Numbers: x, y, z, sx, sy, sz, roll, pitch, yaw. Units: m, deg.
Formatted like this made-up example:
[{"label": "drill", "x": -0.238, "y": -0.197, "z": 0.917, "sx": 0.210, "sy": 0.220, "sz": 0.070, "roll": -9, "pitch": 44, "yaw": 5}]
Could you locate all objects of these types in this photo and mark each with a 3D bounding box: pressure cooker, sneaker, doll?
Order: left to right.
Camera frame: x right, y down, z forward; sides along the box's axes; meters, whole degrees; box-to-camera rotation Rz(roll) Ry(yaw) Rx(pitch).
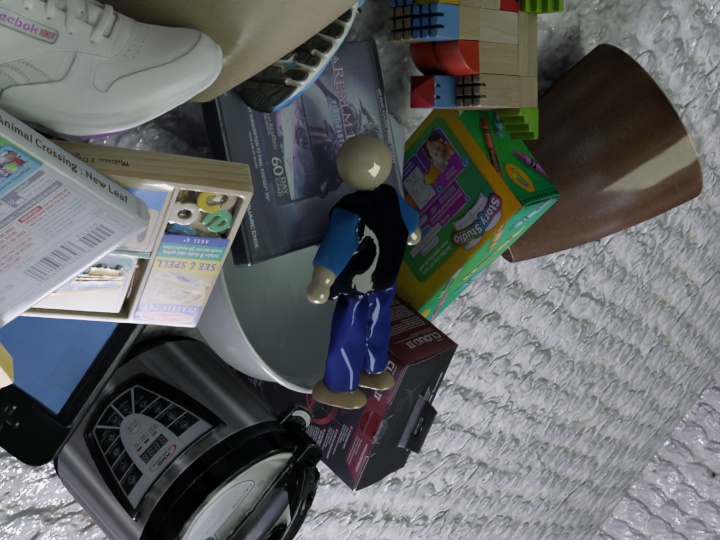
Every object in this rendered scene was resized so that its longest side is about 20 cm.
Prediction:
[{"label": "sneaker", "x": -0.174, "y": -0.125, "z": 0.630, "sx": 0.200, "sy": 0.075, "sz": 0.100, "roll": 1, "pitch": 125, "yaw": -4}, {"label": "pressure cooker", "x": -0.133, "y": 0.171, "z": 0.989, "sx": 0.178, "sy": 0.200, "sz": 0.176, "roll": -20, "pitch": 140, "yaw": -43}, {"label": "sneaker", "x": -0.022, "y": -0.188, "z": 0.820, "sx": 0.200, "sy": 0.078, "sz": 0.090, "roll": -63, "pitch": 164, "yaw": -17}, {"label": "doll", "x": 0.000, "y": 0.000, "z": 0.864, "sx": 0.136, "sy": 0.048, "sz": 0.200, "roll": -26, "pitch": 127, "yaw": -52}]

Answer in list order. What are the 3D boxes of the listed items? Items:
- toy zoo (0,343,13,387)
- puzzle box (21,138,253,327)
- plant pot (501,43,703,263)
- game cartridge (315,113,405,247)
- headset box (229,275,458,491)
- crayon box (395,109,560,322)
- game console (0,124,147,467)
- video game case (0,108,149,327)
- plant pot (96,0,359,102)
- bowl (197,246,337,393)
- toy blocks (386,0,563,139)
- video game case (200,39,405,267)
[{"label": "toy zoo", "x": -0.296, "y": 0.055, "z": 0.686, "sx": 0.200, "sy": 0.020, "sz": 0.131, "roll": -22, "pitch": 145, "yaw": 10}, {"label": "puzzle box", "x": -0.177, "y": -0.021, "z": 0.705, "sx": 0.200, "sy": 0.025, "sz": 0.133, "roll": 5, "pitch": 139, "yaw": -23}, {"label": "plant pot", "x": 0.212, "y": -0.100, "z": 1.224, "sx": 0.200, "sy": 0.187, "sz": 0.187, "roll": -33, "pitch": 150, "yaw": -2}, {"label": "game cartridge", "x": -0.032, "y": -0.089, "z": 0.919, "sx": 0.200, "sy": 0.041, "sz": 0.133, "roll": 22, "pitch": 64, "yaw": -51}, {"label": "headset box", "x": -0.014, "y": 0.085, "z": 1.061, "sx": 0.075, "sy": 0.200, "sz": 0.149, "roll": -17, "pitch": 136, "yaw": -46}, {"label": "crayon box", "x": 0.068, "y": -0.047, "z": 1.046, "sx": 0.058, "sy": 0.119, "sz": 0.200, "roll": -16, "pitch": 157, "yaw": -46}, {"label": "game console", "x": -0.234, "y": 0.015, "z": 0.756, "sx": 0.200, "sy": 0.176, "sz": 0.116, "roll": -54, "pitch": 180, "yaw": 8}, {"label": "video game case", "x": -0.249, "y": -0.021, "z": 0.643, "sx": 0.200, "sy": 0.022, "sz": 0.182, "roll": -31, "pitch": 140, "yaw": 22}, {"label": "plant pot", "x": -0.067, "y": -0.202, "z": 0.695, "sx": 0.200, "sy": 0.187, "sz": 0.187, "roll": -48, "pitch": 155, "yaw": 24}, {"label": "bowl", "x": -0.079, "y": 0.002, "z": 0.942, "sx": 0.201, "sy": 0.090, "sz": 0.201, "roll": 24, "pitch": 60, "yaw": -51}, {"label": "toy blocks", "x": 0.078, "y": -0.202, "z": 0.928, "sx": 0.137, "sy": 0.100, "sz": 0.200, "roll": -7, "pitch": 99, "yaw": -45}, {"label": "video game case", "x": -0.037, "y": -0.092, "z": 0.869, "sx": 0.200, "sy": 0.019, "sz": 0.143, "roll": -20, "pitch": 101, "yaw": -52}]
